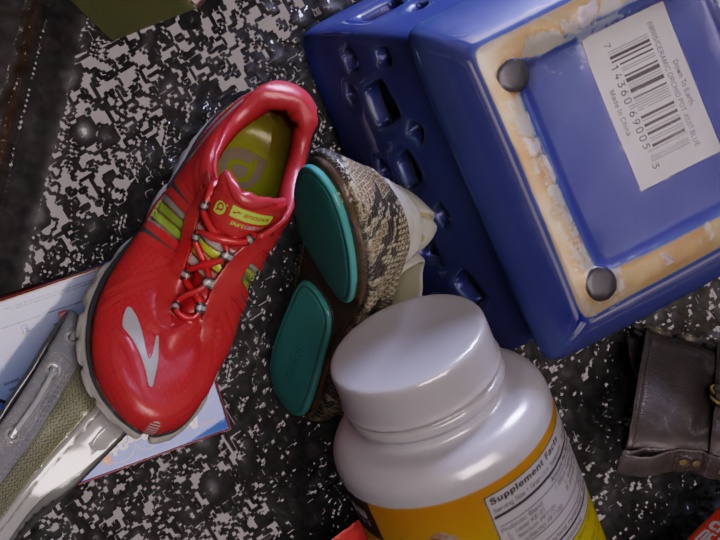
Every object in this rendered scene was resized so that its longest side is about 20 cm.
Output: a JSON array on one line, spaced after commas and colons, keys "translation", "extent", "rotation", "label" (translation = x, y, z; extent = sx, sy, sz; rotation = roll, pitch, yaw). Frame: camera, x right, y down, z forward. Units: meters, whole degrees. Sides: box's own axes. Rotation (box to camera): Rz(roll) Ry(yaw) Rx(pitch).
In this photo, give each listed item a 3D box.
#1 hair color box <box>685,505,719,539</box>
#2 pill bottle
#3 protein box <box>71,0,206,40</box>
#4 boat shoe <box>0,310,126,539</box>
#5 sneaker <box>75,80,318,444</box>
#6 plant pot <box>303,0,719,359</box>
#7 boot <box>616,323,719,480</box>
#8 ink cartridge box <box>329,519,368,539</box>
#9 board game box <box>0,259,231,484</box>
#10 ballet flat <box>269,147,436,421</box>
[{"translation": [0.175, 0.212, 1.074], "extent": [0.200, 0.064, 0.111], "rotation": [-40, 136, -27], "label": "hair color box"}, {"translation": [0.055, 0.114, 0.992], "extent": [0.109, 0.109, 0.201], "rotation": [-31, 119, -14], "label": "pill bottle"}, {"translation": [-0.122, -0.228, 0.939], "extent": [0.199, 0.200, 0.135], "rotation": [44, 80, -14], "label": "protein box"}, {"translation": [-0.188, 0.107, 0.981], "extent": [0.202, 0.074, 0.065], "rotation": [-44, 96, -16], "label": "boat shoe"}, {"translation": [-0.076, -0.013, 0.994], "extent": [0.077, 0.085, 0.201], "rotation": [28, 61, -14], "label": "sneaker"}, {"translation": [0.110, -0.074, 1.029], "extent": [0.199, 0.180, 0.201], "rotation": [-26, 100, -14], "label": "plant pot"}, {"translation": [0.229, 0.057, 1.114], "extent": [0.173, 0.200, 0.070], "rotation": [13, 125, 10], "label": "boot"}, {"translation": [-0.026, 0.246, 1.035], "extent": [0.200, 0.050, 0.163], "rotation": [-35, 102, -9], "label": "ink cartridge box"}, {"translation": [-0.173, 0.065, 1.029], "extent": [0.199, 0.019, 0.103], "rotation": [-19, 97, -16], "label": "board game box"}, {"translation": [0.000, 0.000, 1.009], "extent": [0.075, 0.200, 0.068], "rotation": [-22, 59, -23], "label": "ballet flat"}]
